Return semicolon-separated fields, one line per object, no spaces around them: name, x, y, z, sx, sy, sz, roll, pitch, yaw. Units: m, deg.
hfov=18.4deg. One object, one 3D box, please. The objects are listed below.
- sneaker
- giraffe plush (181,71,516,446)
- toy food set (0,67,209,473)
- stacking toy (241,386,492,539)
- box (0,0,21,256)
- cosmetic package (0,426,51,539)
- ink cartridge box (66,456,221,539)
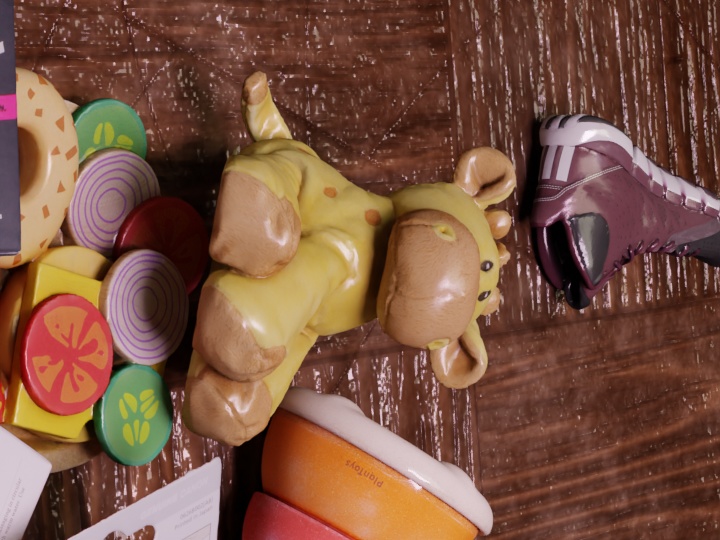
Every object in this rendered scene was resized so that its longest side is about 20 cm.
sneaker;0.181;-0.016;1.528;0.199;0.075;0.116;30;71;-33
giraffe plush;0.000;0.000;1.192;0.201;0.161;0.174;-83;-176;-52
toy food set;-0.157;0.004;1.142;0.197;0.048;0.202;19;74;-47
stacking toy;-0.030;0.179;1.250;0.146;0.146;0.201;39;79;-41
box;-0.231;-0.103;1.004;0.106;0.122;0.202;0;88;-48
cosmetic package;-0.246;0.085;1.007;0.200;0.084;0.108;44;58;-38
ink cartridge box;-0.144;0.195;1.092;0.162;0.050;0.202;-26;131;-47
